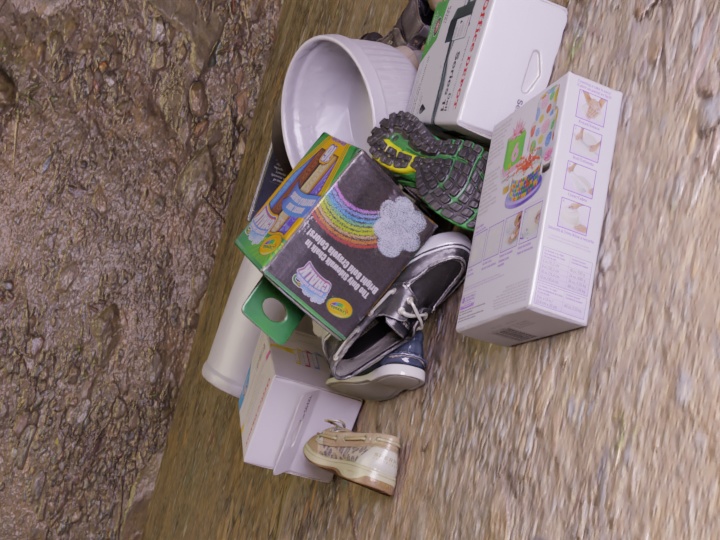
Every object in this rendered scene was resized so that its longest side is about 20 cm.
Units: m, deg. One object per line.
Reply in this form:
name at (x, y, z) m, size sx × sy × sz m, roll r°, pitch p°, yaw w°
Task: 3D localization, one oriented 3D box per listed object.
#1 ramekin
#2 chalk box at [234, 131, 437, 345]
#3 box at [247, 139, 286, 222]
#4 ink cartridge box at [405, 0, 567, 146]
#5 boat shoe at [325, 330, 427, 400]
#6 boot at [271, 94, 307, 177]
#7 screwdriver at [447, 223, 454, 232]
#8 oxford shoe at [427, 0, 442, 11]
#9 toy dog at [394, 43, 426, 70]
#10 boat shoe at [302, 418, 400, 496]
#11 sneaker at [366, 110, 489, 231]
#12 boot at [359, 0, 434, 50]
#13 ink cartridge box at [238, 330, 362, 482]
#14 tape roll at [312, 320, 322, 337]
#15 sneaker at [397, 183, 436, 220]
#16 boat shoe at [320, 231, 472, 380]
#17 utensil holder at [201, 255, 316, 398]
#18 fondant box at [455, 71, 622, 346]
ramekin at (-0.003, -0.185, 1.241) m, size 0.199 × 0.104 × 0.204 m, roll 18°, pitch 113°, yaw 51°
chalk box at (-0.042, -0.021, 1.048) m, size 0.201 × 0.125 × 0.124 m, roll -49°, pitch 25°, yaw -1°
box at (-0.076, -0.162, 1.591) m, size 0.200 × 0.122 × 0.200 m, roll -56°, pitch -13°, yaw -77°
ink cartridge box at (0.126, -0.212, 1.074) m, size 0.200 × 0.082 × 0.149 m, roll -150°, pitch 76°, yaw -74°
boat shoe at (0.016, 0.107, 1.161) m, size 0.200 × 0.074 × 0.063 m, roll 145°, pitch 138°, yaw -65°
boot at (-0.034, -0.177, 1.417) m, size 0.063 × 0.199 × 0.190 m, roll 13°, pitch 119°, yaw 35°
screwdriver at (0.098, -0.033, 1.112) m, size 0.028 × 0.029 × 0.202 m, roll -101°, pitch 34°, yaw -61°
oxford shoe at (0.093, -0.419, 1.423) m, size 0.202 × 0.074 × 0.071 m, roll -95°, pitch 27°, yaw -52°
toy dog at (0.055, -0.225, 1.336) m, size 0.098 × 0.130 × 0.200 m, roll 67°, pitch 165°, yaw 4°
boat shoe at (-0.006, 0.208, 1.162) m, size 0.199 × 0.072 × 0.064 m, roll 3°, pitch 71°, yaw 64°
sneaker at (0.092, -0.096, 1.049) m, size 0.078 × 0.085 × 0.200 m, roll -47°, pitch 46°, yaw 2°
boot at (0.061, -0.353, 1.521) m, size 0.175 × 0.068 × 0.202 m, roll -56°, pitch 26°, yaw 35°
ink cartridge box at (-0.084, 0.180, 1.349) m, size 0.200 × 0.123 × 0.131 m, roll -114°, pitch 43°, yaw -68°
tape roll at (0.000, 0.000, 1.340) m, size 0.202 × 0.070 × 0.206 m, roll -163°, pitch 89°, yaw -74°
sneaker at (0.057, -0.068, 1.156) m, size 0.141 × 0.077 × 0.201 m, roll -60°, pitch 9°, yaw 30°
boat shoe at (0.044, 0.042, 1.054) m, size 0.199 × 0.071 × 0.064 m, roll -41°, pitch 33°, yaw 16°
utensil holder at (-0.134, 0.090, 1.561) m, size 0.170 × 0.167 × 0.203 m, roll -144°, pitch 74°, yaw -74°
fondant box at (0.150, -0.046, 0.865) m, size 0.144 × 0.057 × 0.204 m, roll 150°, pitch 133°, yaw -69°
